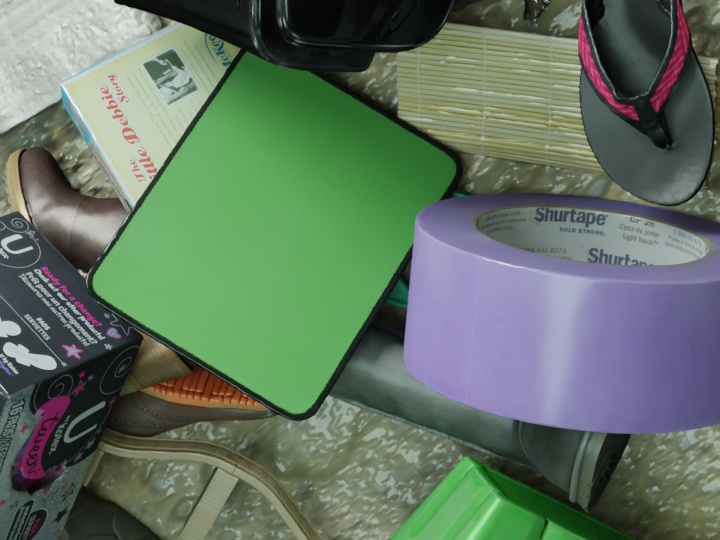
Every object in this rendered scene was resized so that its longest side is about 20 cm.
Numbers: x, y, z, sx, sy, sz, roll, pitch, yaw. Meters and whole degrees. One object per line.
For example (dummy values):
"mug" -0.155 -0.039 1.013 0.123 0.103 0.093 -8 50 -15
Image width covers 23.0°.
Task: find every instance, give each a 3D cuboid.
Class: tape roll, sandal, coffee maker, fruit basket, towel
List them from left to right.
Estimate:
"towel" -0.237 -0.167 1.180 0.199 0.034 0.133 -26 93 23
"coffee maker" -0.071 -0.179 0.994 0.200 0.192 0.135 27 138 53
"fruit basket" 0.091 0.240 1.078 0.215 0.156 0.217 -2 100 -9
"tape roll" 0.126 0.019 1.002 0.199 0.200 0.085 11 106 17
"sandal" 0.152 -0.133 0.987 0.075 0.045 0.201 -5 97 19

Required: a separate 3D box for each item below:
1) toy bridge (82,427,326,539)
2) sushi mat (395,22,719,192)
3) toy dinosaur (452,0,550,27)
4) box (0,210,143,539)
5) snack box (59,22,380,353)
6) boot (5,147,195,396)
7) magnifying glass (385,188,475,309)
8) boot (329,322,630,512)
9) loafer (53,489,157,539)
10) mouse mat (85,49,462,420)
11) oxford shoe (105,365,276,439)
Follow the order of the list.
"toy bridge" -0.098 0.150 1.177 0.199 0.027 0.067 29 114 -5
"sushi mat" 0.115 -0.100 1.059 0.199 0.012 0.096 10 130 18
"toy dinosaur" 0.082 -0.208 1.033 0.102 0.077 0.200 32 116 -4
"box" -0.239 0.086 1.114 0.132 0.115 0.200 42 131 20
"snack box" -0.088 -0.056 1.098 0.116 0.037 0.200 -29 78 -13
"boot" -0.130 -0.029 1.163 0.166 0.072 0.200 -31 68 3
"magnifying glass" 0.000 0.000 1.139 0.199 0.022 0.080 -14 94 24
"boot" 0.062 0.074 1.063 0.199 0.182 0.073 28 78 11
"loafer" -0.199 0.197 1.241 0.200 0.072 0.063 40 129 14
"mouse mat" -0.050 -0.027 1.070 0.161 0.008 0.200 31 73 5
"oxford shoe" -0.136 0.079 1.194 0.199 0.071 0.073 7 131 17
